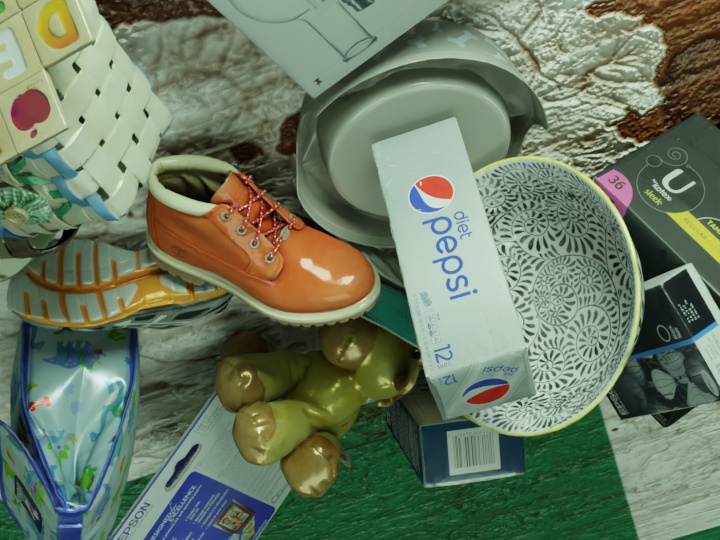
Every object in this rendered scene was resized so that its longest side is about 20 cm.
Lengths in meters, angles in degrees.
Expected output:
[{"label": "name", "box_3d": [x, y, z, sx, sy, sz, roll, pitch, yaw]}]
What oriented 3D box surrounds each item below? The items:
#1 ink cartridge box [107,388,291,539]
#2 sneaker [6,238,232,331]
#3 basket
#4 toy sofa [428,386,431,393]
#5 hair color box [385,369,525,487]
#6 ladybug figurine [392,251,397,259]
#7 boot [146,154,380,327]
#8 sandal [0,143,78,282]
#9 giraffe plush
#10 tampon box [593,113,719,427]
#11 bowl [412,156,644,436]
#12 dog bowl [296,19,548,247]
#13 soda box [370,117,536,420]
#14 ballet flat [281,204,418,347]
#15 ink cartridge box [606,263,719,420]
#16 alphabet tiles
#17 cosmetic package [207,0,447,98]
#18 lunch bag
[{"label": "ink cartridge box", "box_3d": [-0.146, 0.209, 1.087, 0.199, 0.047, 0.200, -54, 139, -3]}, {"label": "sneaker", "box_3d": [-0.195, 0.021, 0.897, 0.196, 0.080, 0.078, -4, 152, -9]}, {"label": "basket", "box_3d": [-0.238, -0.108, 0.676, 0.197, 0.141, 0.177, 10, 152, 31]}, {"label": "toy sofa", "box_3d": [0.157, 0.069, 1.049, 0.196, 0.084, 0.098, -6, 143, -8]}, {"label": "hair color box", "box_3d": [0.087, 0.148, 1.048, 0.098, 0.200, 0.062, -6, 99, -7]}, {"label": "ladybug figurine", "box_3d": [0.111, 0.008, 0.935, 0.197, 0.138, 0.072, -11, -171, 27]}, {"label": "boot", "box_3d": [-0.076, -0.025, 0.816, 0.196, 0.076, 0.108, 17, 145, 6]}, {"label": "sandal", "box_3d": [-0.241, -0.049, 0.804, 0.200, 0.058, 0.079, -35, 137, 28]}, {"label": "giraffe plush", "box_3d": [-0.017, 0.100, 0.994, 0.162, 0.174, 0.199, -40, 140, 19]}, {"label": "tampon box", "box_3d": [0.276, 0.004, 0.913, 0.125, 0.150, 0.202, -30, 148, -19]}, {"label": "bowl", "box_3d": [0.143, 0.022, 0.814, 0.093, 0.203, 0.200, 6, 143, -48]}, {"label": "dog bowl", "box_3d": [0.042, -0.103, 0.813, 0.196, 0.059, 0.202, -7, 143, -5]}, {"label": "soda box", "box_3d": [0.061, -0.005, 0.728, 0.067, 0.203, 0.064, -16, 143, 5]}, {"label": "ballet flat", "box_3d": [0.000, 0.000, 0.904, 0.198, 0.070, 0.070, 30, 140, 7]}, {"label": "ink cartridge box", "box_3d": [0.229, 0.066, 0.869, 0.039, 0.100, 0.200, -29, 175, -19]}, {"label": "alphabet tiles", "box_3d": [-0.236, -0.149, 0.581, 0.164, 0.203, 0.006, -23, 178, 15]}, {"label": "cosmetic package", "box_3d": [0.003, -0.211, 0.643, 0.198, 0.052, 0.150, -33, 147, 17]}, {"label": "lunch bag", "box_3d": [-0.260, 0.161, 0.954, 0.125, 0.203, 0.171, 0, 143, -16]}]
